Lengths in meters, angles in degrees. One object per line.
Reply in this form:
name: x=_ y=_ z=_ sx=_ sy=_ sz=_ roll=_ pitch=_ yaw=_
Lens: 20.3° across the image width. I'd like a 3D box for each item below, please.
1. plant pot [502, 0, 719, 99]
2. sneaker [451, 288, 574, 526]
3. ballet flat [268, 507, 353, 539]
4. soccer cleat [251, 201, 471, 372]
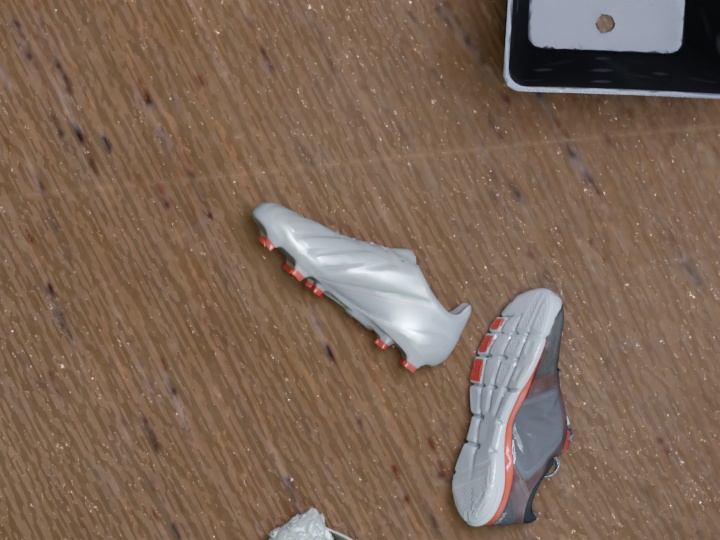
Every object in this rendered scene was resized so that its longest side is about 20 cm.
plant pot: x=0.203 y=-0.235 z=1.555 sx=0.199 sy=0.177 sz=0.201 roll=2 pitch=95 yaw=-3
sneaker: x=0.137 y=0.114 z=1.649 sx=0.082 sy=0.077 sz=0.201 roll=14 pitch=96 yaw=-30
ballet flat: x=0.009 y=0.272 z=1.651 sx=0.072 sy=0.072 sz=0.200 roll=-44 pitch=95 yaw=2
soccer cleat: x=0.000 y=0.000 z=1.628 sx=0.200 sy=0.069 sz=0.078 roll=39 pitch=88 yaw=-12
